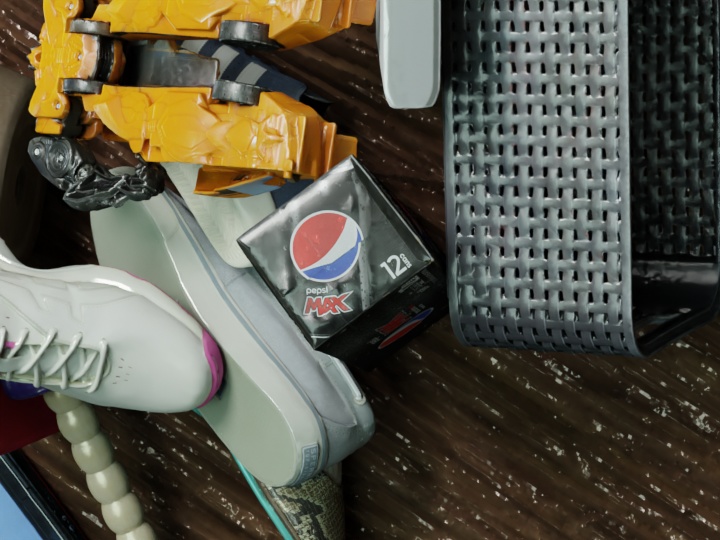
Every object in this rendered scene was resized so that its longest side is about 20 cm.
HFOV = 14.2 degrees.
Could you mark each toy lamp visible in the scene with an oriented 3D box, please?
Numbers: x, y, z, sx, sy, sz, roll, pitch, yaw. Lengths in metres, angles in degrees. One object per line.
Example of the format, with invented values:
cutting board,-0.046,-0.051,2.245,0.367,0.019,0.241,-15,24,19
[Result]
toy lamp,-0.137,0.099,1.514,0.058,0.058,0.201,-18,108,29

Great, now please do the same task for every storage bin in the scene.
storage bin,0.106,-0.069,1.337,0.093,0.135,0.201,4,102,25

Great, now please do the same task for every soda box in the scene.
soda box,0.000,0.000,1.366,0.071,0.200,0.063,-36,81,3

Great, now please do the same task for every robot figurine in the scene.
robot figurine,-0.084,-0.096,1.373,0.199,0.058,0.146,7,88,44

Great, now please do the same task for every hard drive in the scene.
hard drive,0.021,-0.154,1.336,0.026,0.200,0.133,-1,101,-1

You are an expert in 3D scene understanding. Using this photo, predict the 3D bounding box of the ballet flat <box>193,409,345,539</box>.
ballet flat,-0.058,0.066,1.496,0.075,0.068,0.200,-43,77,1

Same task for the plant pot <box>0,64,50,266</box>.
plant pot,-0.259,-0.056,1.519,0.173,0.200,0.202,8,104,6

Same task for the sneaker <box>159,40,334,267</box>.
sneaker,-0.065,-0.087,1.468,0.201,0.084,0.075,59,153,29

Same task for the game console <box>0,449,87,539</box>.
game console,-0.239,0.194,1.577,0.172,0.119,0.200,-43,80,27

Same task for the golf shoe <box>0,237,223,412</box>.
golf shoe,-0.167,0.033,1.406,0.199,0.092,0.076,20,124,6

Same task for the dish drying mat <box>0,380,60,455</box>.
dish drying mat,-0.204,0.061,1.487,0.018,0.200,0.077,-23,89,19

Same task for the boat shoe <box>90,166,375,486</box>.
boat shoe,-0.064,0.024,1.460,0.201,0.071,0.070,52,137,25
